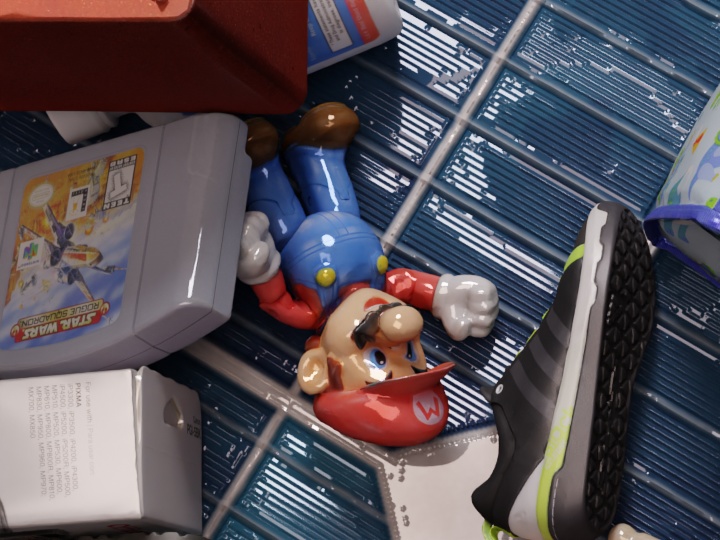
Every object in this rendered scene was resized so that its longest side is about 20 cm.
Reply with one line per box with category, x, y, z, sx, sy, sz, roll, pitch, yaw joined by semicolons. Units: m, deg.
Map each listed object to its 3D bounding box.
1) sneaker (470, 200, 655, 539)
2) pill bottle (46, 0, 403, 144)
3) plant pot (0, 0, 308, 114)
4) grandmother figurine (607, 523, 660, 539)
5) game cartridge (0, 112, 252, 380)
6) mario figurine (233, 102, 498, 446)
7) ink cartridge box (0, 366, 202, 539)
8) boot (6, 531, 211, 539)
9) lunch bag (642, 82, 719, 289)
sneaker;0.101;0.054;1.497;0.083;0.072;0.200;2;69;29
pill bottle;-0.087;-0.145;1.548;0.200;0.112;0.112;-22;77;4
plant pot;-0.134;-0.185;1.409;0.200;0.176;0.200;1;90;5
grandmother figurine;0.149;0.196;1.474;0.200;0.061;0.121;0;89;13
game cartridge;-0.147;-0.005;1.515;0.200;0.042;0.133;-14;55;38
mario figurine;0.000;0.000;1.511;0.123;0.106;0.200;-25;75;5
ink cartridge box;-0.197;0.108;1.504;0.200;0.147;0.083;-6;80;10
boot;-0.166;0.223;1.444;0.211;0.079;0.158;-9;60;24
lunch bag;0.234;-0.069;1.432;0.127;0.200;0.170;32;86;14
